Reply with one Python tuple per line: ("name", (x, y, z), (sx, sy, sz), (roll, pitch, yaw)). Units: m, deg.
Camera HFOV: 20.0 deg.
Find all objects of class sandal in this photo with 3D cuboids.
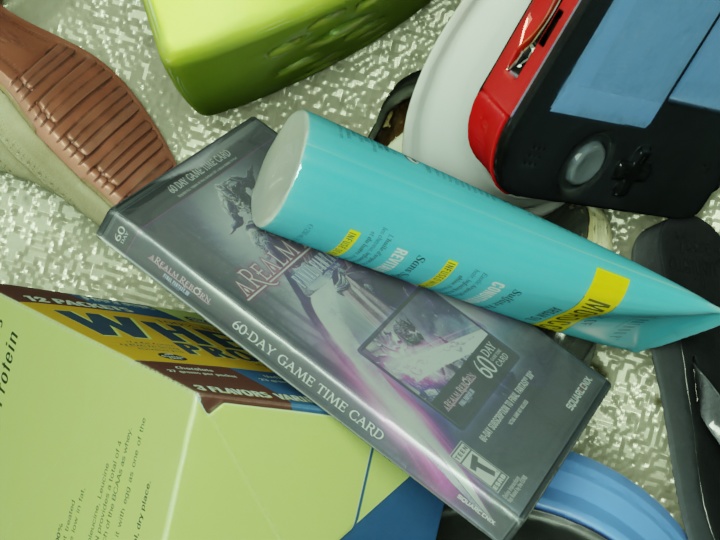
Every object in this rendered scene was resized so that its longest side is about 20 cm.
("sandal", (0.170, 0.070, 0.908), (0.043, 0.076, 0.202), (-24, 79, 42))

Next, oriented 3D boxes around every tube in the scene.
("tube", (0.053, -0.007, 0.851), (0.198, 0.077, 0.051), (21, 75, -19))

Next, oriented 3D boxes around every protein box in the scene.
("protein box", (-0.086, 0.129, 0.876), (0.134, 0.199, 0.201), (10, 96, -37))

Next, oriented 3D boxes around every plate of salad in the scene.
("plate of salad", (0.094, -0.100, 0.878), (0.200, 0.200, 0.048), (-45, 58, 6))

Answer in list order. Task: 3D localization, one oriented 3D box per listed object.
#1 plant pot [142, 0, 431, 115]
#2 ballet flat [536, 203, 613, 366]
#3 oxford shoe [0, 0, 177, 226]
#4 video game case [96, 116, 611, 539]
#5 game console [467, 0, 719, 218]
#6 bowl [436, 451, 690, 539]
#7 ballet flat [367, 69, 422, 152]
("plant pot", (-0.019, -0.193, 0.880), (0.180, 0.199, 0.202), (-17, 89, 0))
("ballet flat", (0.085, 0.066, 0.949), (0.056, 0.066, 0.202), (8, 101, -23))
("oxford shoe", (-0.166, -0.075, 0.972), (0.200, 0.071, 0.074), (43, 122, 3))
("video game case", (0.003, 0.018, 0.839), (0.199, 0.143, 0.019), (38, 118, 6))
("game console", (0.141, -0.111, 0.835), (0.031, 0.176, 0.201), (47, 115, 37))
("bowl", (0.064, 0.173, 0.921), (0.198, 0.039, 0.203), (4, 116, 9))
("ballet flat", (0.000, 0.000, 0.944), (0.067, 0.068, 0.202), (19, 95, 7))
